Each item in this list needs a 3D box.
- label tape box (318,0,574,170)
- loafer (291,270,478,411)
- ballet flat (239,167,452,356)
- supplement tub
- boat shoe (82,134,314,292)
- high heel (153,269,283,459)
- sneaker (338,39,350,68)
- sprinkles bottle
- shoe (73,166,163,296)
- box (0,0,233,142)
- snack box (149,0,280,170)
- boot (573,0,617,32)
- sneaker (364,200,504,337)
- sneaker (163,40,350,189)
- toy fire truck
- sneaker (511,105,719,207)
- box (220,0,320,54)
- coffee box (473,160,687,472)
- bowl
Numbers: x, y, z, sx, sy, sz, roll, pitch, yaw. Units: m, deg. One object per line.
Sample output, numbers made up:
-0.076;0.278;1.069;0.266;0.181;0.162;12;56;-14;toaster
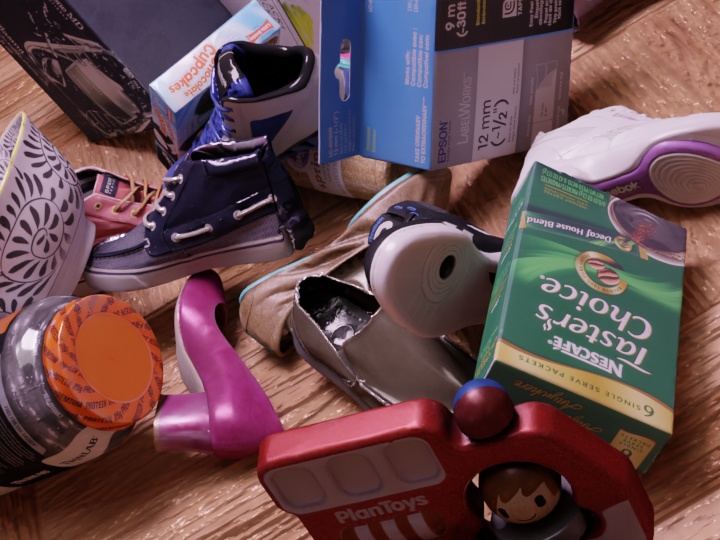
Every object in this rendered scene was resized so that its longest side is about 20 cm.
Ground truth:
0.066;-0.155;1.180;0.199;0.144;0.066;-15;29;-32;label tape box
0.018;0.061;1.083;0.199;0.070;0.075;26;65;36;loafer
0.000;0.000;1.193;0.199;0.068;0.073;-33;57;-1;ballet flat
-0.246;0.094;1.169;0.199;0.122;0.123;-23;34;38;supplement tub
-0.140;-0.048;1.232;0.198;0.093;0.075;-12;25;16;boat shoe
-0.097;0.066;1.193;0.095;0.068;0.201;0;32;4;high heel
0.052;-0.188;1.350;0.199;0.084;0.122;-8;52;30;sneaker
-0.028;-0.099;1.312;0.199;0.068;0.068;14;56;43;sprinkles bottle
-0.190;-0.050;1.352;0.199;0.091;0.072;-21;38;15;shoe
-0.243;-0.239;1.475;0.196;0.200;0.124;-4;43;56;box
-0.125;-0.150;1.359;0.116;0.037;0.200;-42;-7;-13;snack box
0.203;-0.296;1.366;0.166;0.073;0.200;-33;40;-5;boot
0.034;-0.007;1.067;0.111;0.199;0.074;27;99;32;sneaker
-0.095;-0.125;1.253;0.199;0.115;0.081;-30;50;24;sneaker
0.059;0.136;0.903;0.199;0.168;0.113;-15;40;21;toy fire truck
0.204;-0.092;1.133;0.199;0.075;0.100;-10;43;27;sneaker
-0.103;-0.263;1.510;0.060;0.117;0.199;-46;40;-19;box
0.144;0.025;1.001;0.122;0.044;0.201;24;42;-4;coffee box
-0.274;-0.017;1.261;0.201;0.094;0.201;-52;22;31;bowl
